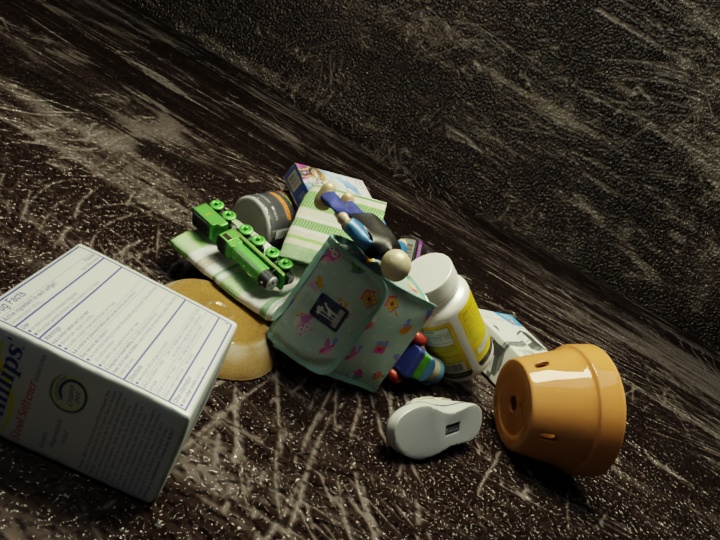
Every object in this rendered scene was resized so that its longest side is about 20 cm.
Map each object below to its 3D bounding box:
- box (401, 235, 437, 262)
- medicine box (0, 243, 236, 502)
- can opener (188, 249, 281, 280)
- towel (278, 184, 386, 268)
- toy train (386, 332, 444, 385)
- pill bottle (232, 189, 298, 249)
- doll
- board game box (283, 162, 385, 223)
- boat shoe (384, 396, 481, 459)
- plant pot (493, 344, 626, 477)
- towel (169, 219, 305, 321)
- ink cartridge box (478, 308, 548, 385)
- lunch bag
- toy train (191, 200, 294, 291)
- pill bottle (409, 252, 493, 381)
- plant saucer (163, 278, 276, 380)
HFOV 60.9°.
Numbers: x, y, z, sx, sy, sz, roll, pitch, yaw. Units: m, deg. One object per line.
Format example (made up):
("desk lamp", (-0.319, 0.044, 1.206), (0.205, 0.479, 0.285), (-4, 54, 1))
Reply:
("box", (0.103, 0.028, 1.126), (0.035, 0.148, 0.199), (12, -3, 22))
("medicine box", (-0.241, 0.088, 0.593), (0.196, 0.105, 0.183), (27, 19, -7))
("can opener", (-0.190, -0.001, 0.988), (0.197, 0.077, 0.066), (0, 72, -50))
("towel", (-0.038, -0.065, 1.004), (0.148, 0.024, 0.203), (16, 44, 0))
("toy train", (0.049, 0.113, 1.019), (0.199, 0.086, 0.115), (38, 3, 43))
("pill bottle", (-0.141, -0.098, 1.160), (0.105, 0.108, 0.198), (37, 30, 23))
("doll", (0.012, -0.050, 0.824), (0.134, 0.049, 0.200), (22, 17, -39))
("board game box", (-0.028, -0.097, 1.148), (0.196, 0.043, 0.204), (6, 49, -51))
("boat shoe", (0.090, 0.210, 0.855), (0.069, 0.074, 0.196), (8, 4, 43))
("plant pot", (0.299, 0.214, 0.967), (0.135, 0.206, 0.201), (7, 23, -12))
("towel", (-0.168, -0.012, 0.921), (0.197, 0.031, 0.149), (35, 29, 14))
("ink cartridge box", (0.301, 0.173, 1.210), (0.142, 0.085, 0.200), (13, 25, -41))
("lunch bag", (-0.017, 0.059, 0.860), (0.198, 0.172, 0.122), (27, 15, -40))
("toy train", (-0.175, -0.037, 0.897), (0.199, 0.043, 0.056), (39, 43, 24))
("pill bottle", (0.144, 0.079, 1.029), (0.203, 0.112, 0.115), (61, -1, -33))
("plant saucer", (-0.195, 0.066, 0.821), (0.196, 0.036, 0.201), (27, 20, -10))
